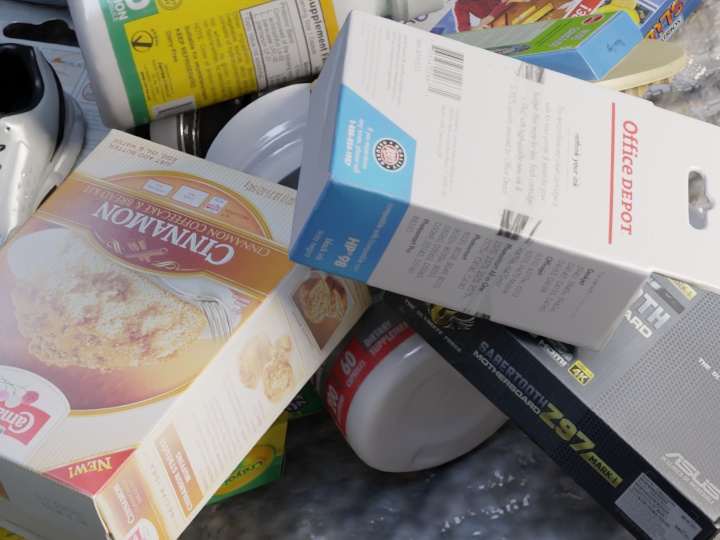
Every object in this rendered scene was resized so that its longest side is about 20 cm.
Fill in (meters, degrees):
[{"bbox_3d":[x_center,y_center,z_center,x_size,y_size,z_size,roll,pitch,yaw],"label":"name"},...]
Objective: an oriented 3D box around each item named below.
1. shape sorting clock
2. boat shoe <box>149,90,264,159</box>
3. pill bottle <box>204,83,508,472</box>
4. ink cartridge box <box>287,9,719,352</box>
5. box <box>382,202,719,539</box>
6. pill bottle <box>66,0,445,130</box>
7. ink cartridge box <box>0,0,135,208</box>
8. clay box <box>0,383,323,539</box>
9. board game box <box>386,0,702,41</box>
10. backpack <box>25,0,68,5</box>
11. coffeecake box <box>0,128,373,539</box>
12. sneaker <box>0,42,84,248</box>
[{"bbox_3d":[0.073,-0.101,1.377,0.200,0.039,0.200,-10,11,2],"label":"shape sorting clock"},{"bbox_3d":[-0.072,-0.132,1.526,0.066,0.070,0.200,1,50,16],"label":"boat shoe"},{"bbox_3d":[0.000,0.000,1.387,0.114,0.114,0.200,-31,55,-7],"label":"pill bottle"},{"bbox_3d":[0.074,-0.036,1.238,0.200,0.067,0.116,17,47,-11],"label":"ink cartridge box"},{"bbox_3d":[0.133,0.030,1.297,0.200,0.051,0.158,44,47,8],"label":"box"},{"bbox_3d":[-0.059,-0.156,1.429,0.200,0.113,0.113,-16,55,-4],"label":"pill bottle"},{"bbox_3d":[-0.208,-0.069,1.531,0.160,0.047,0.200,10,54,20],"label":"ink cartridge box"},{"bbox_3d":[-0.129,0.083,1.364,0.200,0.048,0.115,-16,43,-30],"label":"clay box"},{"bbox_3d":[0.083,-0.126,1.498,0.135,0.034,0.200,32,69,30],"label":"board game box"},{"bbox_3d":[-0.175,-0.230,1.544,0.200,0.167,0.127,14,68,32],"label":"backpack"},{"bbox_3d":[-0.116,0.038,1.274,0.153,0.073,0.200,19,55,32],"label":"coffeecake box"},{"bbox_3d":[-0.209,-0.040,1.430,0.074,0.080,0.200,2,56,12],"label":"sneaker"}]
